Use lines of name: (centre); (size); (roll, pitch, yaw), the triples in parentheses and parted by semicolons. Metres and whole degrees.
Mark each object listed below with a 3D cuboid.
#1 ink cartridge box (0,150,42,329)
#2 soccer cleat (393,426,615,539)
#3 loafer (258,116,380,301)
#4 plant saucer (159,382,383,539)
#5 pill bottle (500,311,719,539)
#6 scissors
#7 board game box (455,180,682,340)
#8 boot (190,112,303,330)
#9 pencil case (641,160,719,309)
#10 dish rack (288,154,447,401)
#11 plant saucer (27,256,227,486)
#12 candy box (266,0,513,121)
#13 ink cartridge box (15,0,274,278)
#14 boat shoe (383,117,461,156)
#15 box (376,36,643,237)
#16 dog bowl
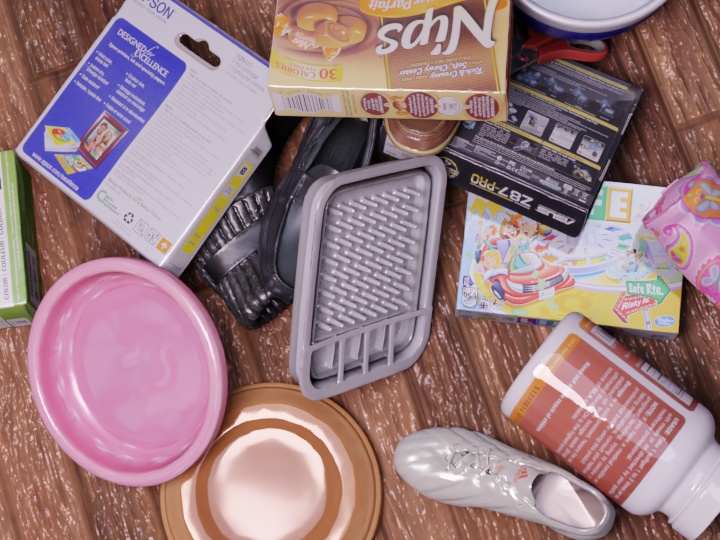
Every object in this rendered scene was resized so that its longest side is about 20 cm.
ink cartridge box: (-0.398, -0.016, 1.465); (0.199, 0.076, 0.149); (-8, 76, -1)
soccer cleat: (0.125, 0.180, 1.394); (0.199, 0.078, 0.070); (18, 78, 7)
loafer: (-0.034, -0.069, 1.400); (0.068, 0.070, 0.201); (29, 67, -23)
plant saucer: (-0.080, 0.195, 1.421); (0.199, 0.037, 0.201); (0, 76, 2)
pill bottle: (0.228, 0.136, 1.383); (0.200, 0.112, 0.112); (38, 81, 11)
scissors: (0.146, -0.196, 1.457); (0.199, 0.014, 0.073); (-22, 54, -38)
board game box: (0.191, -0.015, 1.461); (0.199, 0.034, 0.135); (6, 76, 4)
boot: (-0.079, -0.067, 1.460); (0.158, 0.079, 0.211); (41, 92, 18)
pencil case: (0.338, 0.000, 1.408); (0.200, 0.087, 0.087); (45, 82, -3)
dish rack: (0.000, 0.000, 1.385); (0.043, 0.171, 0.201); (23, 115, 37)
plant saucer: (-0.197, 0.086, 1.409); (0.200, 0.051, 0.202); (4, 100, 25)
candy box: (0.027, -0.189, 1.354); (0.199, 0.055, 0.116); (3, 68, 6)
ink cartridge box: (-0.179, -0.129, 1.438); (0.197, 0.047, 0.200); (37, 88, 25)
boat shoe: (0.068, -0.188, 1.413); (0.072, 0.068, 0.201); (16, 54, 5)
box: (0.136, -0.136, 1.457); (0.199, 0.049, 0.162); (23, 57, 8)
dog bowl: (0.202, -0.308, 1.443); (0.199, 0.079, 0.201); (0, 87, 1)
